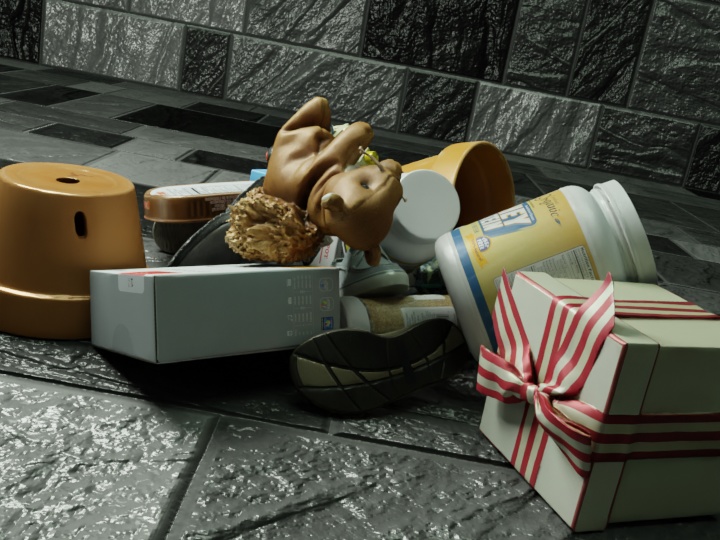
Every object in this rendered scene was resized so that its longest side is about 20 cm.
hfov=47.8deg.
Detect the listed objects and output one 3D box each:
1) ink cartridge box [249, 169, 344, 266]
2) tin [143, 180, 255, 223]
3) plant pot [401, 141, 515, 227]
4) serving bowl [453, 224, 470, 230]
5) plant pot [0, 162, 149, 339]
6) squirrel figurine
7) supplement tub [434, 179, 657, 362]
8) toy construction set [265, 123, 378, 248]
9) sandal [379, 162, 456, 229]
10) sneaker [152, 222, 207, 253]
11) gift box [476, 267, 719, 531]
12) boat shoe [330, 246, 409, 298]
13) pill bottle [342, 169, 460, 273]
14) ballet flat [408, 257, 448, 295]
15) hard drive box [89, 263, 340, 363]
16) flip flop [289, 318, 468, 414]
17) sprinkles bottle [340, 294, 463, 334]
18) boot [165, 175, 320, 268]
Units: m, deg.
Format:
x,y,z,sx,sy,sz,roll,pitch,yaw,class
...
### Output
x,y,z,sx,sy,sz,roll,pitch,yaw,class
-0.069,-0.069,1.179,0.198,0.117,0.067,16,11,19,ink cartridge box
-0.191,-0.094,1.094,0.197,0.042,0.112,-7,11,-22,tin
0.129,-0.108,1.348,0.182,0.203,0.199,4,9,39,plant pot
0.198,-0.001,1.060,0.199,0.066,0.200,35,-4,3,serving bowl
-0.317,-0.030,0.865,0.197,0.142,0.200,9,17,-3,plant pot
-0.042,-0.062,0.855,0.199,0.142,0.187,-35,35,-2,squirrel figurine
0.190,-0.001,0.851,0.198,0.146,0.145,-21,15,7,supplement tub
-0.050,-0.120,1.045,0.091,0.132,0.201,-7,33,26,toy construction set
0.054,-0.112,1.187,0.199,0.048,0.075,32,-29,-9,sandal
-0.181,-0.058,1.149,0.197,0.076,0.106,12,20,7,sneaker
0.213,0.090,0.711,0.184,0.203,0.184,2,13,-23,gift box
0.001,0.000,0.968,0.069,0.073,0.201,-5,-3,-18,boat shoe
0.051,-0.056,1.034,0.111,0.114,0.200,6,-14,-15,pill bottle
0.073,-0.015,1.196,0.073,0.075,0.200,5,15,-19,ballet flat
-0.142,0.036,0.798,0.198,0.078,0.155,-3,4,-39,hard drive box
0.019,0.092,0.805,0.198,0.082,0.057,-11,-10,-33,flip flop
0.050,0.062,0.918,0.198,0.069,0.068,0,20,-35,sprinkles bottle
-0.141,-0.011,1.003,0.132,0.200,0.070,49,-20,-8,boot
